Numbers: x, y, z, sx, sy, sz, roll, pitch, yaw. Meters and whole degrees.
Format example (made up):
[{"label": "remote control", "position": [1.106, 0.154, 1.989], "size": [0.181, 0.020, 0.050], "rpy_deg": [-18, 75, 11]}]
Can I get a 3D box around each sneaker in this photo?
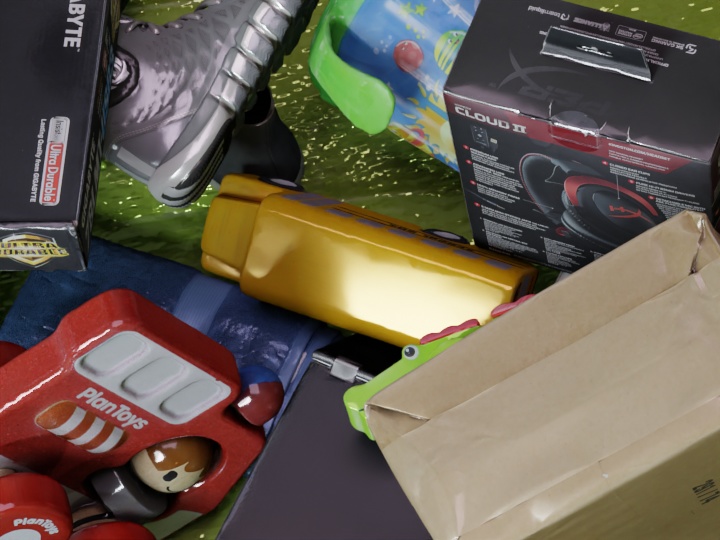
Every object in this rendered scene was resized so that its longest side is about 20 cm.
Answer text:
[{"label": "sneaker", "position": [-0.123, -0.122, 1.496], "size": [0.200, 0.106, 0.075], "rpy_deg": [27, 69, 16]}, {"label": "sneaker", "position": [-0.100, -0.143, 1.399], "size": [0.115, 0.075, 0.200], "rpy_deg": [29, 67, 4]}]

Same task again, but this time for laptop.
[{"label": "laptop", "position": [0.047, 0.127, 1.364], "size": [0.187, 0.200, 0.116], "rpy_deg": [23, 103, 14]}]

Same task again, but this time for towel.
[{"label": "towel", "position": [-0.115, 0.048, 1.447], "size": [0.199, 0.049, 0.112], "rpy_deg": [19, 67, 13]}]

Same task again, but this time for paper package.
[{"label": "paper package", "position": [0.127, 0.078, 1.187], "size": [0.190, 0.200, 0.104], "rpy_deg": [-30, 67, 12]}]

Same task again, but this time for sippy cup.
[{"label": "sippy cup", "position": [0.060, -0.125, 1.463], "size": [0.178, 0.140, 0.130], "rpy_deg": [-42, 67, -16]}]

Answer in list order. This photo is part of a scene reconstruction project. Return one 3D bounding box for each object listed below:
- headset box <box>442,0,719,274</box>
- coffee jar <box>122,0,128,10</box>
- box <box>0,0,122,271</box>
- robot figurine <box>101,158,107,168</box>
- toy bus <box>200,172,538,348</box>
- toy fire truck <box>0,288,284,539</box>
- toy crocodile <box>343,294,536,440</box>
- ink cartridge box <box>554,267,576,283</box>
[{"label": "headset box", "position": [0.131, -0.068, 1.307], "size": [0.148, 0.200, 0.075], "rpy_deg": [16, 67, 17]}, {"label": "coffee jar", "position": [-0.156, -0.265, 1.578], "size": [0.104, 0.085, 0.200], "rpy_deg": [27, 69, 8]}, {"label": "box", "position": [-0.236, -0.093, 1.318], "size": [0.198, 0.050, 0.201], "rpy_deg": [1, 57, 5]}, {"label": "robot figurine", "position": [-0.236, -0.093, 1.468], "size": [0.199, 0.116, 0.176], "rpy_deg": [-3, 85, 28]}, {"label": "toy bus", "position": [0.000, 0.000, 1.418], "size": [0.199, 0.078, 0.065], "rpy_deg": [18, 100, 15]}, {"label": "toy fire truck", "position": [-0.132, 0.091, 1.327], "size": [0.168, 0.200, 0.112], "rpy_deg": [-31, 54, 19]}, {"label": "toy crocodile", "position": [0.086, 0.042, 1.297], "size": [0.199, 0.068, 0.062], "rpy_deg": [-19, 66, 3]}, {"label": "ink cartridge box", "position": [0.205, -0.005, 1.427], "size": [0.146, 0.083, 0.200], "rpy_deg": [23, 69, 15]}]
